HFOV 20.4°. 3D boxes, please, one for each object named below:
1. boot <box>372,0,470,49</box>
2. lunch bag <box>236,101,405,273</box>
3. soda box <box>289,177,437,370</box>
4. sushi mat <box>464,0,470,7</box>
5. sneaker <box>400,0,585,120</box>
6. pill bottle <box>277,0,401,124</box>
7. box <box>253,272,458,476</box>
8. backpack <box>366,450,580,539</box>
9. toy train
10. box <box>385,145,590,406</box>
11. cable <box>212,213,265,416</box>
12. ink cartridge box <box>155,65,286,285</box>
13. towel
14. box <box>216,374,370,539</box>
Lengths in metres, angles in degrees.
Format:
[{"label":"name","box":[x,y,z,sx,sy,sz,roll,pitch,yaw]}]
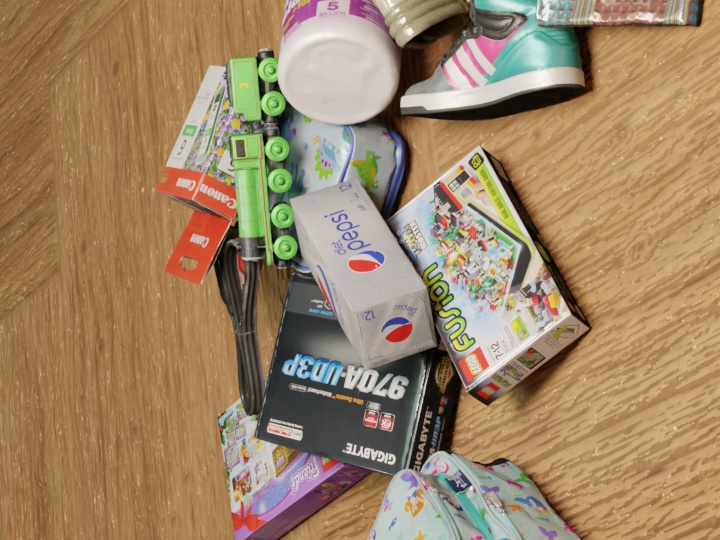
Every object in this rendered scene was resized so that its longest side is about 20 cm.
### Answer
[{"label":"boot","box":[0.046,-0.278,1.770,0.072,0.200,0.155,-38,87,33]},{"label":"lunch bag","box":[-0.045,-0.088,1.897,0.200,0.082,0.162,38,115,52]},{"label":"soda box","box":[0.000,0.000,1.717,0.200,0.068,0.064,-122,16,-55]},{"label":"sushi mat","box":[0.113,-0.308,1.705,0.200,0.012,0.097,122,143,-66]},{"label":"sneaker","box":[0.106,-0.196,1.687,0.199,0.083,0.122,-8,82,48]},{"label":"pill bottle","box":[-0.015,-0.237,1.824,0.112,0.112,0.201,-50,25,39]},{"label":"box","box":[0.001,0.093,1.781,0.199,0.046,0.161,10,86,46]},{"label":"backpack","box":[0.091,0.254,1.574,0.200,0.150,0.179,43,118,46]},{"label":"toy train","box":[-0.091,-0.100,1.819,0.042,0.056,0.202,-123,29,-83]},{"label":"box","box":[0.103,0.002,1.663,0.110,0.035,0.201,-38,49,15]},{"label":"cable","box":[-0.100,0.038,1.894,0.097,0.050,0.202,0,105,66]},{"label":"ink cartridge box","box":[-0.145,-0.093,1.888,0.109,0.050,0.201,15,79,64]},{"label":"towel","box":[0.206,-0.292,1.566,0.146,0.022,0.202,4,89,35]},{"label":"box","box":[-0.065,0.164,1.915,0.200,0.039,0.138,-40,51,45]}]
